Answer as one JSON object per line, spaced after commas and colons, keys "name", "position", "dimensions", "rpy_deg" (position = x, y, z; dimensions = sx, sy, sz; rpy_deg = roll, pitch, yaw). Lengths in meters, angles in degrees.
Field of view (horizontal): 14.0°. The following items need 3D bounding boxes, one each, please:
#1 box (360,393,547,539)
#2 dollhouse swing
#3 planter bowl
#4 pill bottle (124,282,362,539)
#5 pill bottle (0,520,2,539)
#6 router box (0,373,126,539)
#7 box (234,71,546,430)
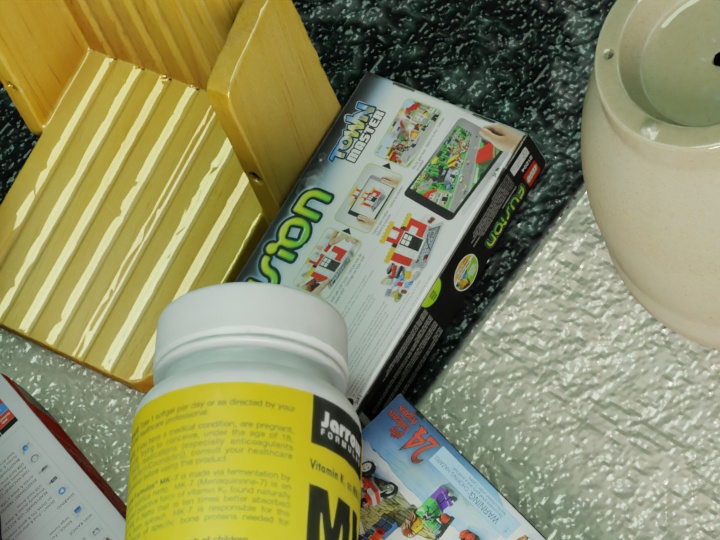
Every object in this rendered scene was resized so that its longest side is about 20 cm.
{"name": "box", "position": [0.035, 0.171, 1.413], "dimensions": [0.137, 0.038, 0.200], "rpy_deg": [-44, 52, -3]}
{"name": "dollhouse swing", "position": [-0.142, -0.069, 1.575], "dimensions": [0.200, 0.182, 0.176], "rpy_deg": [23, 64, 35]}
{"name": "planter bowl", "position": [0.191, -0.078, 1.419], "dimensions": [0.200, 0.135, 0.201], "rpy_deg": [-12, 57, 20]}
{"name": "pill bottle", "position": [-0.056, 0.114, 1.396], "dimensions": [0.114, 0.114, 0.200], "rpy_deg": [-11, 59, 21]}
{"name": "pill bottle", "position": [-0.227, 0.177, 1.435], "dimensions": [0.112, 0.112, 0.200], "rpy_deg": [-20, 55, 15]}
{"name": "router box", "position": [-0.204, 0.182, 1.523], "dimensions": [0.200, 0.049, 0.180], "rpy_deg": [-43, 52, -2]}
{"name": "box", "position": [0.000, 0.000, 1.530], "dimensions": [0.110, 0.035, 0.200], "rpy_deg": [24, 75, 33]}
